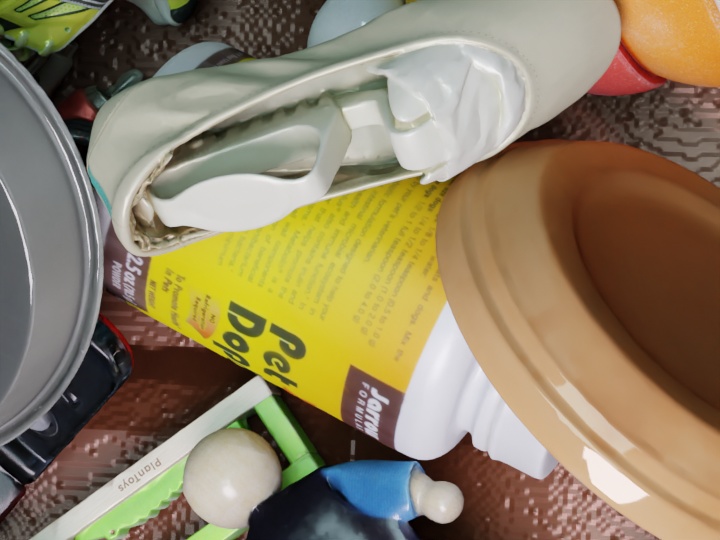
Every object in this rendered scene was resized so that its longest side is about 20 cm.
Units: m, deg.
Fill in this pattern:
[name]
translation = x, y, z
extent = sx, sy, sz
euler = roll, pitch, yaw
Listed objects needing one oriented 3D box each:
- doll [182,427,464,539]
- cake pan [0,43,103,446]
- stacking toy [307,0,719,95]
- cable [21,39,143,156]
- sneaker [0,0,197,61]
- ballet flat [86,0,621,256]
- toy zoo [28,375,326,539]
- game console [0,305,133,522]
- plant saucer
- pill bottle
[doll]
translation = 0.002, 0.140, 0.994
extent = 0.200, 0.048, 0.137
euler = 46, 105, 12
[cake pan]
translation = -0.194, -0.010, 0.956
extent = 0.199, 0.037, 0.202
euler = 6, 113, 14
[stacking toy]
translation = 0.066, -0.113, 0.990
extent = 0.199, 0.146, 0.147
euler = -18, 82, 21
[cable]
translation = -0.171, -0.029, 1.081
extent = 0.097, 0.050, 0.200
euler = 43, 107, -5
[sneaker]
translation = -0.144, -0.117, 0.999
extent = 0.199, 0.075, 0.077
euler = -15, 98, -26
[ballet flat]
translation = -0.001, -0.050, 0.915
extent = 0.199, 0.069, 0.070
euler = -16, 82, 8
[toy zoo]
translation = -0.036, 0.161, 1.036
extent = 0.131, 0.020, 0.201
euler = -36, 80, 7
[game console]
translation = -0.215, 0.034, 1.011
extent = 0.200, 0.172, 0.119
euler = 41, 58, -4
[plant saucer]
translation = 0.118, 0.022, 0.928
extent = 0.200, 0.200, 0.038
euler = 47, 121, 11
[pill bottle]
translation = 0.000, 0.000, 0.997
extent = 0.199, 0.109, 0.110
euler = 27, 91, 13
